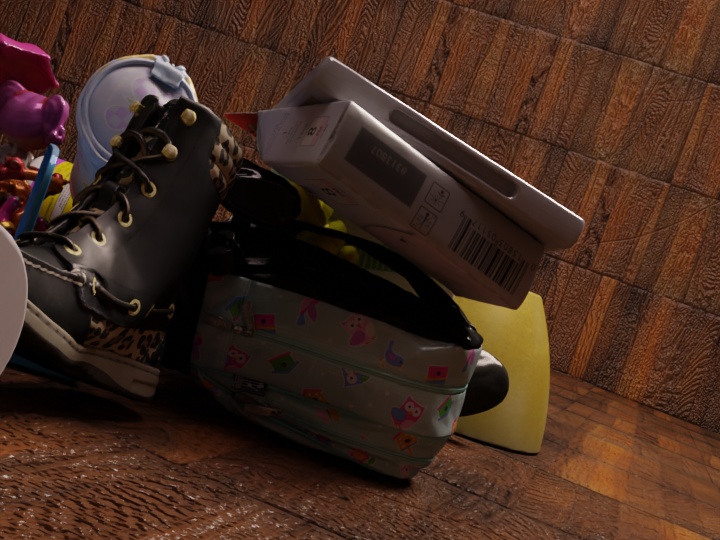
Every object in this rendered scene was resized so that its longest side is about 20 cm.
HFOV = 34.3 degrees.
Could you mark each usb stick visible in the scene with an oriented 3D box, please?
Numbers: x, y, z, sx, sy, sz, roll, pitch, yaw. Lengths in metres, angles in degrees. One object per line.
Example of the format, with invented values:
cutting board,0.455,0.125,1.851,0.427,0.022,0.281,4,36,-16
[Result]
usb stick,-0.081,-0.058,0.776,0.055,0.033,0.200,18,6,-16

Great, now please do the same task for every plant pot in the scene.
plant pot,0.103,0.073,1.132,0.199,0.142,0.200,20,1,0

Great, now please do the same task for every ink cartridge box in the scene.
ink cartridge box,0.000,-0.043,0.746,0.162,0.057,0.200,34,-14,-26

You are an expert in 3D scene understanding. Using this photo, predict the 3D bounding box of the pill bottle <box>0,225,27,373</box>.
pill bottle,-0.225,-0.013,0.434,0.199,0.111,0.111,21,2,24

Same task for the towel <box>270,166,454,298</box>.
towel,0.000,0.000,0.906,0.152,0.201,0.023,7,20,5

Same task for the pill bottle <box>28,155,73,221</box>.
pill bottle,-0.230,-0.030,1.114,0.199,0.105,0.104,20,1,5

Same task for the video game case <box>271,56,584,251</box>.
video game case,0.029,-0.063,0.759,0.182,0.023,0.200,31,-8,-11

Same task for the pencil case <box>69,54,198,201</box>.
pencil case,-0.170,-0.088,0.860,0.083,0.091,0.200,15,-16,-12

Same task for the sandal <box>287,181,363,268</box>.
sandal,-0.028,0.034,0.871,0.200,0.087,0.079,63,13,-5

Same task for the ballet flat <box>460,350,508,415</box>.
ballet flat,0.024,0.086,0.993,0.199,0.068,0.068,10,7,16

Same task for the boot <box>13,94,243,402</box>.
boot,-0.134,-0.029,0.582,0.073,0.154,0.204,17,-15,21

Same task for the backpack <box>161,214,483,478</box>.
backpack,-0.025,0.046,0.749,0.199,0.127,0.167,21,13,3

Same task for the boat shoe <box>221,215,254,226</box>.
boat shoe,-0.134,-0.022,1.180,0.093,0.200,0.075,11,46,-41

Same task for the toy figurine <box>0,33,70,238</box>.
toy figurine,-0.276,-0.082,0.870,0.200,0.185,0.150,22,2,28

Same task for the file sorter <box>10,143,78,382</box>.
file sorter,-0.246,-0.033,0.689,0.199,0.123,0.139,20,2,-18
